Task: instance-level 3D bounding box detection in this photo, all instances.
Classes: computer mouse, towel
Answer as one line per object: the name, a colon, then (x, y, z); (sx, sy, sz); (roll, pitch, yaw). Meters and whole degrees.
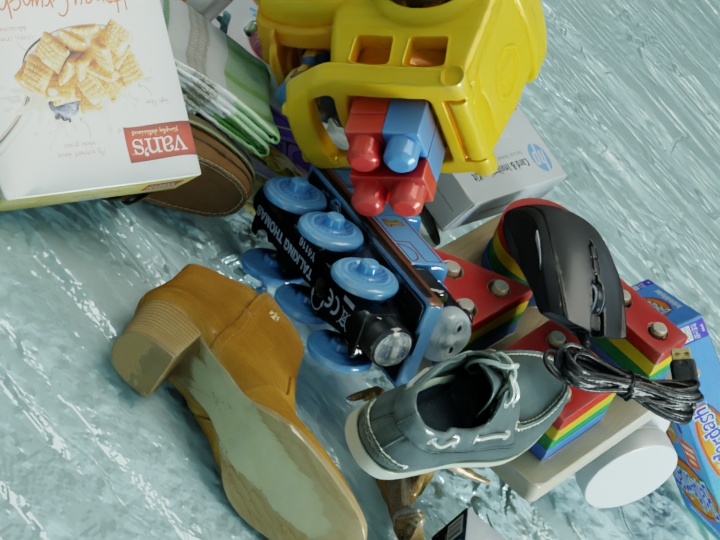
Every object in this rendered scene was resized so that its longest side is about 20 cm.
computer mouse: (0.177, 0.021, 1.513); (0.140, 0.046, 0.200); (22, 31, -24)
towel: (-0.135, -0.171, 1.477); (0.200, 0.031, 0.149); (36, 21, -23)

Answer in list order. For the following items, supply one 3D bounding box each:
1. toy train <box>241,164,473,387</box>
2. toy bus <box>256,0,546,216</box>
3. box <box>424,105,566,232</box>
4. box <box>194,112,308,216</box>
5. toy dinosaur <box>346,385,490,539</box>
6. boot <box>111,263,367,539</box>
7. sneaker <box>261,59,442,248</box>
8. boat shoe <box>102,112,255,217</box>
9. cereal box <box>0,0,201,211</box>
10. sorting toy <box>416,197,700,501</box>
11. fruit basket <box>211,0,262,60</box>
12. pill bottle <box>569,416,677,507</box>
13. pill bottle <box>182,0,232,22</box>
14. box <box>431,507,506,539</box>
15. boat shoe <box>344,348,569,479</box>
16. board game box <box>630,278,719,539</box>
toy train: (0.000, 0.000, 1.481); (0.114, 0.087, 0.200); (0, 32, -33)
toy bus: (0.010, -0.126, 1.496); (0.136, 0.200, 0.192); (64, 38, -51)
box: (0.057, -0.132, 1.675); (0.200, 0.041, 0.156); (57, 32, 10)
box: (-0.049, -0.049, 1.595); (0.200, 0.041, 0.039); (37, 26, -27)
toy dinosaur: (0.033, 0.128, 1.463); (0.200, 0.060, 0.106); (-44, 123, -71)
boot: (-0.055, 0.079, 1.337); (0.201, 0.071, 0.144); (43, 25, 1)
sneaker: (-0.018, -0.082, 1.645); (0.200, 0.083, 0.081); (39, 34, -17)
boat shoe: (-0.155, -0.072, 1.417); (0.200, 0.072, 0.068); (23, 37, -29)
cereal box: (-0.187, -0.141, 1.341); (0.144, 0.040, 0.200); (-11, 83, -37)
sorting toy: (0.124, 0.039, 1.572); (0.199, 0.070, 0.200); (43, 47, 21)
fruit basket: (-0.033, -0.160, 1.735); (0.200, 0.094, 0.185); (34, 28, -18)
pill bottle: (0.168, 0.081, 1.682); (0.112, 0.112, 0.200); (22, 34, -47)
pill bottle: (-0.174, -0.270, 1.628); (0.200, 0.114, 0.114); (47, 23, -2)
box: (0.099, 0.255, 1.375); (0.137, 0.038, 0.200); (42, 23, -14)
boat shoe: (0.078, 0.086, 1.397); (0.200, 0.062, 0.073); (-13, 72, -45)
board game box: (0.266, 0.117, 1.732); (0.152, 0.045, 0.200); (-130, -164, -78)
